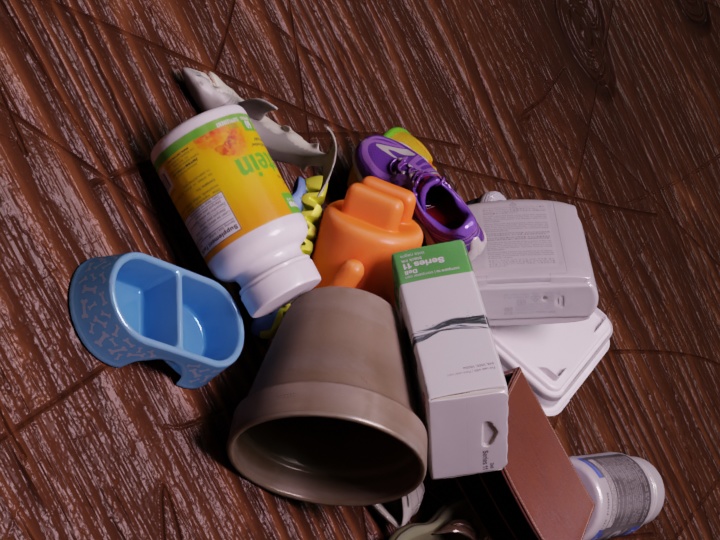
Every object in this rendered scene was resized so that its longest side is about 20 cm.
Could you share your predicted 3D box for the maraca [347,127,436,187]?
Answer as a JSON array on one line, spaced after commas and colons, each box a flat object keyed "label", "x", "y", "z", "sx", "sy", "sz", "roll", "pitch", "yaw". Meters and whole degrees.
[{"label": "maraca", "x": 0.033, "y": -0.076, "z": 1.766, "sx": 0.137, "sy": 0.107, "sz": 0.201, "roll": 48, "pitch": 53, "yaw": -52}]

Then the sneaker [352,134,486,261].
[{"label": "sneaker", "x": 0.069, "y": -0.095, "z": 1.657, "sx": 0.200, "sy": 0.081, "sz": 0.084, "roll": 43, "pitch": -16, "yaw": 26}]

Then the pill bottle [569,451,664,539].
[{"label": "pill bottle", "x": 0.315, "y": 0.297, "z": 1.936, "sx": 0.200, "sy": 0.114, "sz": 0.114, "roll": 5, "pitch": 68, "yaw": -52}]

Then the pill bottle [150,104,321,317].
[{"label": "pill bottle", "x": -0.122, "y": -0.058, "z": 1.506, "sx": 0.111, "sy": 0.111, "sz": 0.200, "roll": -18, "pitch": 77, "yaw": -56}]

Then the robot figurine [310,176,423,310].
[{"label": "robot figurine", "x": -0.001, "y": 0.000, "z": 1.622, "sx": 0.116, "sy": 0.201, "sz": 0.144, "roll": 7, "pitch": 23, "yaw": -20}]

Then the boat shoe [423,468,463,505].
[{"label": "boat shoe", "x": 0.085, "y": 0.220, "z": 1.701, "sx": 0.200, "sy": 0.072, "sz": 0.068, "roll": 45, "pitch": 38, "yaw": -34}]

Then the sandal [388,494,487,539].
[{"label": "sandal", "x": 0.095, "y": 0.312, "z": 1.653, "sx": 0.201, "sy": 0.057, "sz": 0.080, "roll": -16, "pitch": 119, "yaw": -51}]

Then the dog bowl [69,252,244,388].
[{"label": "dog bowl", "x": -0.191, "y": 0.045, "z": 1.436, "sx": 0.200, "sy": 0.049, "sz": 0.112, "roll": 24, "pitch": 53, "yaw": -46}]

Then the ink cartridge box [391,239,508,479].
[{"label": "ink cartridge box", "x": 0.091, "y": 0.094, "z": 1.522, "sx": 0.147, "sy": 0.083, "sz": 0.200, "roll": 85, "pitch": -6, "yaw": -48}]

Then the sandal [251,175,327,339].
[{"label": "sandal", "x": -0.096, "y": -0.019, "z": 1.598, "sx": 0.087, "sy": 0.080, "sz": 0.201, "roll": 14, "pitch": 61, "yaw": -7}]

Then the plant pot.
[{"label": "plant pot", "x": -0.027, "y": 0.118, "z": 1.487, "sx": 0.200, "sy": 0.200, "sz": 0.174, "roll": 36, "pitch": 46, "yaw": -38}]

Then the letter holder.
[{"label": "letter holder", "x": 0.163, "y": 0.237, "z": 1.646, "sx": 0.200, "sy": 0.100, "sz": 0.142, "roll": 60, "pitch": 31, "yaw": -17}]

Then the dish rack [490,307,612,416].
[{"label": "dish rack", "x": 0.210, "y": 0.063, "z": 1.743, "sx": 0.172, "sy": 0.044, "sz": 0.200, "roll": 41, "pitch": 42, "yaw": 7}]

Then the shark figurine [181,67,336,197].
[{"label": "shark figurine", "x": -0.106, "y": -0.131, "z": 1.609, "sx": 0.090, "sy": 0.214, "sz": 0.128, "roll": -56, "pitch": 160, "yaw": -9}]

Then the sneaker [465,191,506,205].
[{"label": "sneaker", "x": 0.146, "y": 0.005, "z": 1.873, "sx": 0.075, "sy": 0.113, "sz": 0.201, "roll": -10, "pitch": 91, "yaw": -61}]

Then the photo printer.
[{"label": "photo printer", "x": 0.182, "y": -0.016, "z": 1.712, "sx": 0.200, "sy": 0.166, "sz": 0.070, "roll": -90, "pitch": 178, "yaw": -58}]

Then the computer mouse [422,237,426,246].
[{"label": "computer mouse", "x": 0.075, "y": -0.014, "z": 1.754, "sx": 0.034, "sy": 0.059, "sz": 0.200, "roll": 32, "pitch": 10, "yaw": -4}]

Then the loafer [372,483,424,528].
[{"label": "loafer", "x": 0.007, "y": 0.194, "z": 1.609, "sx": 0.200, "sy": 0.070, "sz": 0.070, "roll": 55, "pitch": 28, "yaw": -19}]
